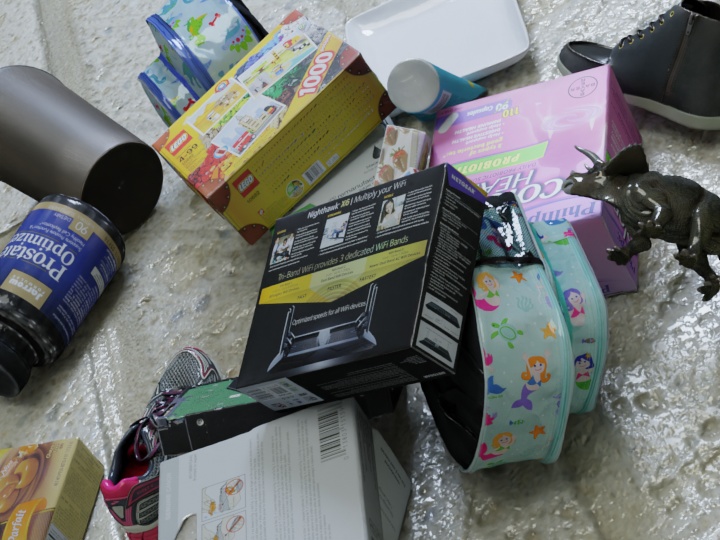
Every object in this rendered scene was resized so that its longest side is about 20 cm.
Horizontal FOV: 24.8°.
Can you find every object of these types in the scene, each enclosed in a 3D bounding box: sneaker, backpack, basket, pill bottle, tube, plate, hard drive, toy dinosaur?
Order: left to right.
[{"bbox_3d":[-0.338,0.028,1.701,0.111,0.112,0.201,3,51,37],"label":"pill bottle"},{"bbox_3d":[-0.323,-0.126,1.828,0.199,0.180,0.136,31,85,37],"label":"basket"},{"bbox_3d":[-0.176,0.148,1.492,0.080,0.075,0.201,-11,43,26],"label":"sneaker"},{"bbox_3d":[-0.147,-0.198,1.735,0.147,0.200,0.183,-37,39,-5],"label":"backpack"},{"bbox_3d":[-0.064,0.112,1.399,0.198,0.038,0.140,-10,7,7],"label":"hard drive"},{"bbox_3d":[0.073,-0.171,1.600,0.077,0.200,0.051,-18,86,13],"label":"tube"},{"bbox_3d":[0.082,-0.245,1.759,0.198,0.032,0.201,-23,40,14],"label":"plate"},{"bbox_3d":[0.114,0.057,1.302,0.149,0.178,0.201,-1,40,-8],"label":"backpack"},{"bbox_3d":[0.270,-0.210,1.517,0.074,0.107,0.199,-19,33,-40],"label":"sneaker"},{"bbox_3d":[0.258,-0.040,1.310,0.199,0.077,0.103,23,54,1],"label":"toy dinosaur"}]

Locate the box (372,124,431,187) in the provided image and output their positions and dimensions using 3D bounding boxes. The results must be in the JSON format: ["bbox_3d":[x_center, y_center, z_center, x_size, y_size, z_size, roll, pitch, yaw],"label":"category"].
[{"bbox_3d":[0.023,-0.030,1.485,0.038,0.041,0.202,12,86,13],"label":"box"}]

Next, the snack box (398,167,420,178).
[{"bbox_3d":[0.000,0.000,1.442,0.200,0.024,0.072,-45,47,31],"label":"snack box"}]

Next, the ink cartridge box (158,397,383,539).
[{"bbox_3d":[-0.070,0.203,1.250,0.173,0.044,0.201,-22,40,13],"label":"ink cartridge box"}]

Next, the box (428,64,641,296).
[{"bbox_3d":[0.154,-0.067,1.470,0.175,0.097,0.201,-13,43,24],"label":"box"}]

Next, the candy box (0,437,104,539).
[{"bbox_3d":[-0.318,0.253,1.494,0.115,0.055,0.201,-12,44,25],"label":"candy box"}]

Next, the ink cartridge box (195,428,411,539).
[{"bbox_3d":[-0.057,0.234,1.310,0.145,0.083,0.201,-7,45,27],"label":"ink cartridge box"}]

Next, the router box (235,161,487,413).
[{"bbox_3d":[-0.001,0.017,1.274,0.199,0.052,0.158,-16,53,44],"label":"router box"}]

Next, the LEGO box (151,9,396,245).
[{"bbox_3d":[-0.085,-0.142,1.592,0.200,0.077,0.149,-44,38,-4],"label":"LEGO box"}]

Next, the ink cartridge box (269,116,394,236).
[{"bbox_3d":[-0.021,-0.080,1.615,0.146,0.083,0.201,-28,38,7],"label":"ink cartridge box"}]
